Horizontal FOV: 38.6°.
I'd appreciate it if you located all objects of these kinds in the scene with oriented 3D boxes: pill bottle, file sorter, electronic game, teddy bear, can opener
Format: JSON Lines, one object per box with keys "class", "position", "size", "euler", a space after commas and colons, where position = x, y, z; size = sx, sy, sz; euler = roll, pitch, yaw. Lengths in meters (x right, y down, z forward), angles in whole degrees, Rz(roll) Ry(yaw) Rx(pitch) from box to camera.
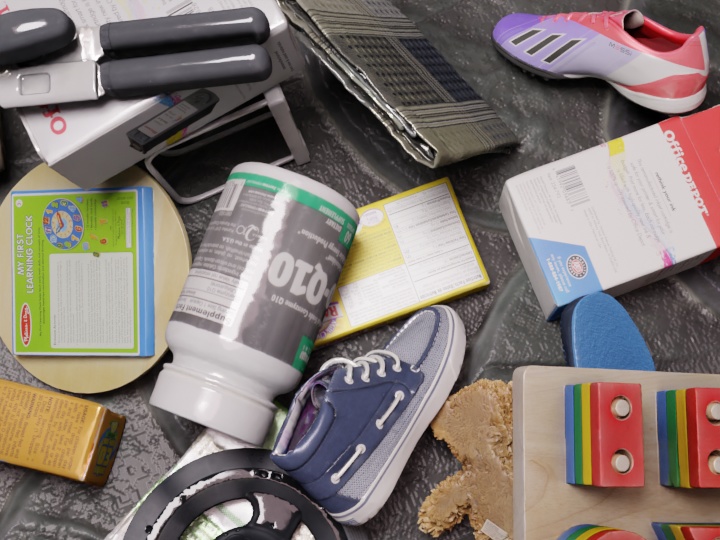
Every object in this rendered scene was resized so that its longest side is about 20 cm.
{"class": "pill bottle", "position": [-0.084, 0.027, 0.806], "size": [0.112, 0.113, 0.201], "euler": [19, 79, 7]}
{"class": "file sorter", "position": [-0.144, -0.180, 0.878], "size": [0.124, 0.139, 0.201], "euler": [-22, 75, 0]}
{"class": "electronic game", "position": [-0.087, 0.236, 0.785], "size": [0.199, 0.042, 0.201], "euler": [2, 70, -6]}
{"class": "teddy bear", "position": [0.120, 0.186, 0.798], "size": [0.145, 0.067, 0.201], "euler": [-40, 64, 16]}
{"class": "can opener", "position": [-0.161, -0.146, 0.683], "size": [0.199, 0.067, 0.054], "euler": [-5, 81, 7]}

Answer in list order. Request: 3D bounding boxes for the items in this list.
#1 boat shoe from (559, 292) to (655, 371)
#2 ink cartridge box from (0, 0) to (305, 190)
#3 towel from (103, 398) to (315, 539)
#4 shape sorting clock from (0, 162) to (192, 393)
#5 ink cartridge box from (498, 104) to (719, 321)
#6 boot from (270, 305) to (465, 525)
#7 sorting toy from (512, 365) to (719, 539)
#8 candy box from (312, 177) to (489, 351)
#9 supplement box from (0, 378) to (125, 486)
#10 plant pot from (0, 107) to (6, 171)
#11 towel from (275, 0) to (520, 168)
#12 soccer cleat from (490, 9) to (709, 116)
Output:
{"class": "boat shoe", "position": [0.192, 0.119, 0.802], "size": [0.084, 0.069, 0.201], "euler": [-11, 85, -19]}
{"class": "ink cartridge box", "position": [-0.163, -0.175, 0.766], "size": [0.199, 0.086, 0.148], "euler": [-29, 77, 2]}
{"class": "towel", "position": [-0.101, 0.209, 0.831], "size": [0.149, 0.031, 0.200], "euler": [40, 78, 9]}
{"class": "shape sorting clock", "position": [-0.229, 0.002, 0.860], "size": [0.199, 0.039, 0.201], "euler": [0, 91, 15]}
{"class": "ink cartridge box", "position": [0.230, -0.049, 0.860], "size": [0.199, 0.067, 0.117], "euler": [-20, 75, -3]}
{"class": "boot", "position": [0.011, 0.089, 0.797], "size": [0.090, 0.073, 0.201], "euler": [46, 56, -28]}
{"class": "sorting toy", "position": [0.213, 0.170, 0.727], "size": [0.199, 0.070, 0.200], "euler": [4, 80, -18]}
{"class": "candy box", "position": [0.000, 0.000, 0.879], "size": [0.199, 0.026, 0.103], "euler": [-19, 78, -2]}
{"class": "supplement box", "position": [-0.300, 0.122, 0.839], "size": [0.199, 0.067, 0.069], "euler": [10, 76, 6]}
{"class": "plant pot", "position": [-0.395, -0.133, 0.864], "size": [0.172, 0.200, 0.201], "euler": [-6, 74, -16]}
{"class": "towel", "position": [0.032, -0.158, 0.849], "size": [0.193, 0.200, 0.035], "euler": [49, 117, 12]}
{"class": "soccer cleat", "position": [0.202, -0.197, 0.874], "size": [0.199, 0.073, 0.068], "euler": [26, 53, 30]}
